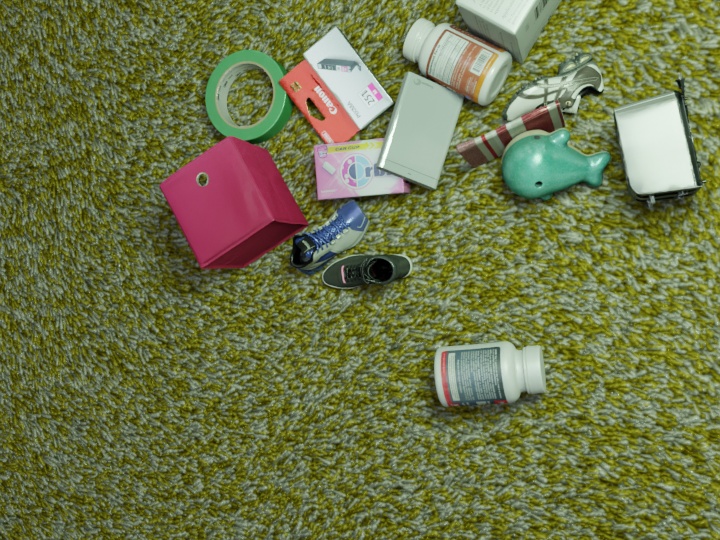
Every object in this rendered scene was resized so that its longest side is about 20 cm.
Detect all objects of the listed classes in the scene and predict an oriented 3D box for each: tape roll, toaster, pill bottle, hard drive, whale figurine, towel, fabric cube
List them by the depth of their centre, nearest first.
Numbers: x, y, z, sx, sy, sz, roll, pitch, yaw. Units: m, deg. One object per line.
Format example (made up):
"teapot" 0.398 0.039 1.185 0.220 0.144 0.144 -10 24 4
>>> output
"toaster" 0.525 -0.218 1.258 0.118 0.181 0.201 -12 87 19
"whale figurine" 0.366 -0.188 1.334 0.199 0.104 0.159 7 133 1
"towel" 0.288 -0.260 1.355 0.200 0.144 0.023 -23 79 17
"pill bottle" 0.252 0.199 1.379 0.199 0.120 0.120 -7 87 19
"pill bottle" 0.189 -0.418 1.407 0.200 0.112 0.112 32 99 16
"hard drive" 0.121 -0.278 1.423 0.132 0.027 0.200 19 86 -19
"fabric cube" -0.265 -0.136 1.509 0.196 0.200 0.200 -30 82 15
"tape roll" -0.248 -0.386 1.585 0.200 0.048 0.201 0 89 18

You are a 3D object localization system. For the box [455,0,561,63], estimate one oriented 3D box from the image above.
"box" 0.296 -0.526 1.326 0.131 0.200 0.199 35 101 13

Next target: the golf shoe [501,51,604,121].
"golf shoe" 0.370 -0.331 1.365 0.200 0.078 0.095 -31 81 17

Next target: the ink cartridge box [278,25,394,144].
"ink cartridge box" -0.055 -0.378 1.497 0.173 0.044 0.200 -37 95 14

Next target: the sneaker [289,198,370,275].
"sneaker" -0.075 -0.062 1.490 0.199 0.115 0.081 -42 79 14

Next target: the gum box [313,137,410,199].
"gum box" 0.009 -0.212 1.482 0.199 0.066 0.114 -3 95 17

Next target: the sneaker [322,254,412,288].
"sneaker" 0.000 0.000 1.474 0.200 0.099 0.071 -7 89 19
